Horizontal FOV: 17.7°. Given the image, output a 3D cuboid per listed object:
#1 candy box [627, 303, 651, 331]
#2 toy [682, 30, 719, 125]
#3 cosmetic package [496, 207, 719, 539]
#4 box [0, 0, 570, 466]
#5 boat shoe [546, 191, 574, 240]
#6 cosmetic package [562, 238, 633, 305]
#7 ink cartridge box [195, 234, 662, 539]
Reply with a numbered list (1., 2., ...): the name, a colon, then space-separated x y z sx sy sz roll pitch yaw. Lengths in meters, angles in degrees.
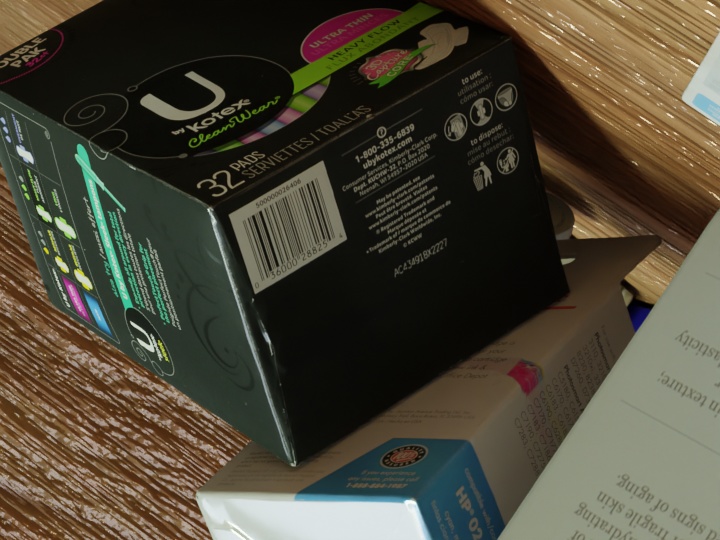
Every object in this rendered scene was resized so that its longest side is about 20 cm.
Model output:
1. candy box: 0.125 0.104 1.138 0.077 0.169 0.200 42 172 -20
2. toy: 0.143 -0.024 0.684 0.115 0.047 0.200 36 173 5
3. cosmetic package: 0.171 0.116 0.837 0.167 0.200 0.166 30 173 44
4. box: -0.040 -0.037 0.949 0.200 0.148 0.125 29 142 50
5. boat shoe: 0.000 0.000 1.071 0.073 0.199 0.062 -104 8 -58
6. cosmetic package: 0.036 0.065 1.174 0.073 0.200 0.104 39 173 -21
7. ink cartridge box: 0.042 0.063 0.940 0.115 0.200 0.068 -3 118 41
